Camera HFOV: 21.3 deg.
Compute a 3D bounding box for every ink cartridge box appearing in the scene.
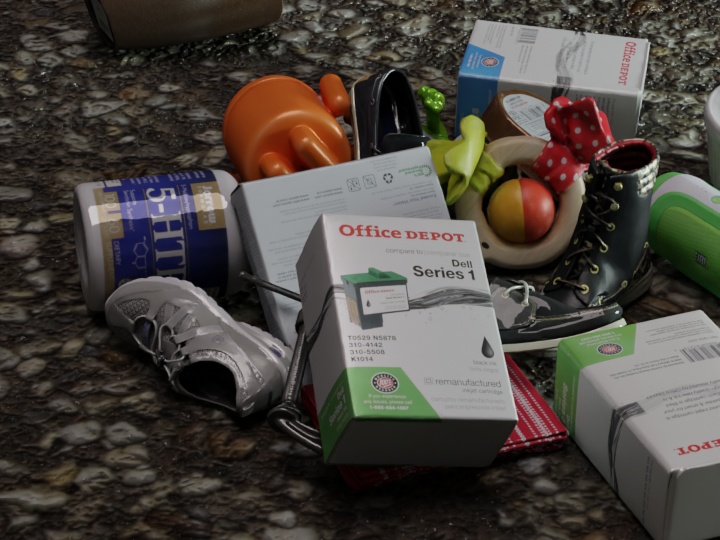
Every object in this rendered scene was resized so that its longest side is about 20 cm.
[{"bbox_3d":[0.213,-0.202,2.114,0.198,0.084,0.145,8,32,9],"label":"ink cartridge box"},{"bbox_3d":[0.035,0.056,1.575,0.145,0.085,0.201,2,55,-19],"label":"ink cartridge box"},{"bbox_3d":[0.000,0.000,1.747,0.198,0.041,0.201,-12,78,-24],"label":"ink cartridge box"},{"bbox_3d":[0.268,0.129,1.586,0.144,0.085,0.200,-10,33,-18],"label":"ink cartridge box"}]

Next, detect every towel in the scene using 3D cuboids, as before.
[{"bbox_3d":[0.060,0.125,1.639,0.199,0.023,0.145,-10,34,-19],"label":"towel"}]

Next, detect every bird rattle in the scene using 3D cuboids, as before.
[{"bbox_3d":[0.159,-0.085,1.859,0.198,0.164,0.113,-6,10,-13],"label":"bird rattle"}]

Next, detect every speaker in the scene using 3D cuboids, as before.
[{"bbox_3d":[0.354,-0.020,1.829,0.088,0.089,0.200,-19,37,-30],"label":"speaker"}]

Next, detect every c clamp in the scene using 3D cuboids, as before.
[{"bbox_3d":[-0.031,0.089,1.620,0.170,0.027,0.201,14,37,-8],"label":"c clamp"}]

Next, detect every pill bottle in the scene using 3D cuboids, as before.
[{"bbox_3d":[-0.163,-0.032,1.784,0.198,0.120,0.120,-7,33,-14],"label":"pill bottle"}]

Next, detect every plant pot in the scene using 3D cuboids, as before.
[{"bbox_3d":[-0.221,-0.341,2.251,0.199,0.188,0.187,-27,40,-16],"label":"plant pot"}]

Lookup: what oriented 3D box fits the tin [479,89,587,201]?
[{"bbox_3d":[0.209,-0.113,1.945,0.200,0.042,0.112,41,35,15],"label":"tin"}]

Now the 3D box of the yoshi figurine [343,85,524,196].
[{"bbox_3d":[0.070,-0.120,1.963,0.199,0.113,0.112,14,46,15],"label":"yoshi figurine"}]

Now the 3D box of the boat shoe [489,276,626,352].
[{"bbox_3d":[0.132,0.039,1.676,0.198,0.068,0.072,-4,3,12],"label":"boat shoe"}]

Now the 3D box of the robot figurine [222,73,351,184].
[{"bbox_3d":[-0.079,-0.128,1.942,0.116,0.145,0.200,5,22,-18],"label":"robot figurine"}]

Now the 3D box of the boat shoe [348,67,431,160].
[{"bbox_3d":[0.036,-0.111,1.897,0.074,0.062,0.201,7,63,-37],"label":"boat shoe"}]

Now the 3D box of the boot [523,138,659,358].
[{"bbox_3d":[0.208,-0.022,1.758,0.073,0.155,0.203,24,38,32],"label":"boot"}]

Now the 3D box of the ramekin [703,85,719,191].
[{"bbox_3d":[0.453,-0.122,1.991,0.201,0.095,0.203,2,32,-1],"label":"ramekin"}]

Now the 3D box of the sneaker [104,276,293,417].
[{"bbox_3d":[-0.151,0.066,1.669,0.199,0.075,0.082,21,35,27],"label":"sneaker"}]
